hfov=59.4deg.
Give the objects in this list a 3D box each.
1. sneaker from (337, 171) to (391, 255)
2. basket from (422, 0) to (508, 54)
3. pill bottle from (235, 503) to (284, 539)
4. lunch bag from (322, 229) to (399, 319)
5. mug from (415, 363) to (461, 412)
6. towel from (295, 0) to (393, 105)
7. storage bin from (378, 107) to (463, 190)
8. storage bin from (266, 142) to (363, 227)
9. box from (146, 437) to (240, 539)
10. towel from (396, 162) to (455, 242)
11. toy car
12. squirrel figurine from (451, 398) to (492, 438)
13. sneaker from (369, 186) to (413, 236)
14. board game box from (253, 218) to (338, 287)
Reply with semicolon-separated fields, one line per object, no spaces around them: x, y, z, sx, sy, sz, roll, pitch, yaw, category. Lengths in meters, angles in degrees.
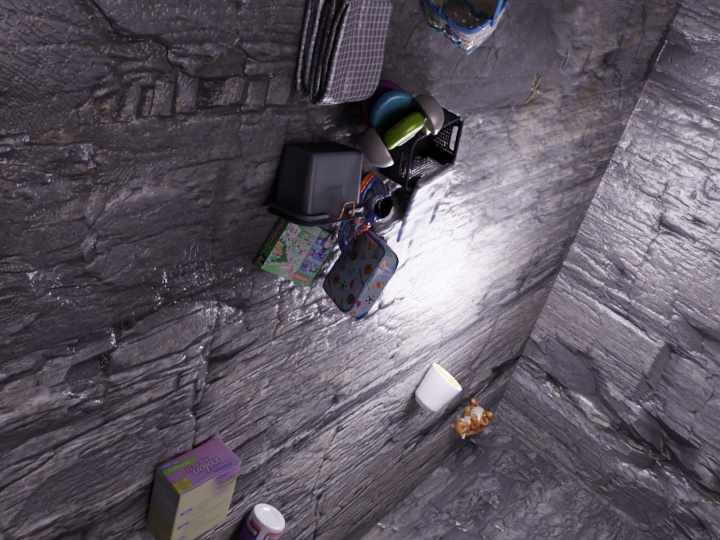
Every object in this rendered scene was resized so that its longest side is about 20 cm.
0.007;-0.122;1.458;0.203;0.077;0.075;-66;172;18;sneaker
0.210;-0.547;1.254;0.139;0.176;0.201;-41;160;-17;basket
-0.320;0.823;1.911;0.202;0.111;0.111;-60;151;9;pill bottle
0.000;0.000;1.514;0.075;0.160;0.202;25;105;-41;lunch bag
0.304;0.479;2.501;0.154;0.149;0.186;-50;146;7;mug
-0.024;-0.403;1.134;0.164;0.085;0.203;-24;138;-46;towel
0.144;-0.296;1.497;0.199;0.093;0.137;-33;144;-37;storage bin
-0.073;-0.175;1.253;0.198;0.144;0.137;-17;124;-49;storage bin
-0.395;0.530;1.492;0.174;0.096;0.203;-18;135;-49;box
0.161;-0.166;1.562;0.146;0.024;0.202;-31;152;-37;towel
0.063;-0.312;1.283;0.173;0.151;0.200;-33;-168;2;toy car
0.554;0.786;3.213;0.185;0.141;0.202;-32;142;-26;squirrel figurine
0.094;-0.166;1.569;0.200;0.074;0.082;-47;152;-15;sneaker
-0.137;-0.045;1.386;0.136;0.029;0.199;-57;152;3;board game box
